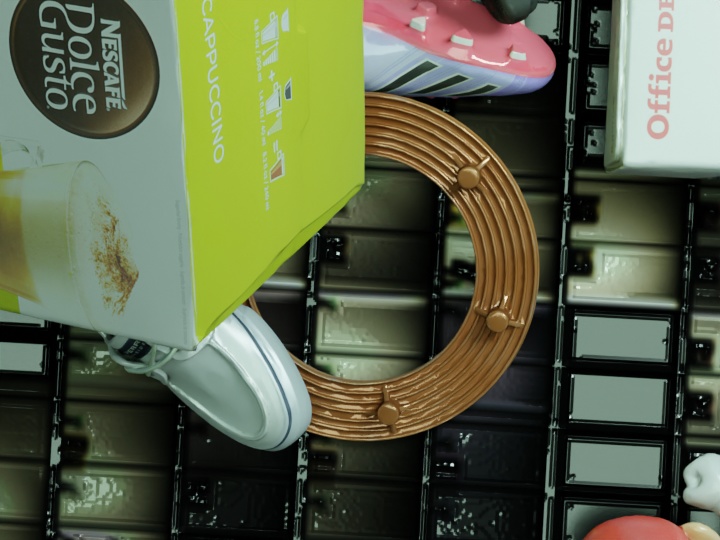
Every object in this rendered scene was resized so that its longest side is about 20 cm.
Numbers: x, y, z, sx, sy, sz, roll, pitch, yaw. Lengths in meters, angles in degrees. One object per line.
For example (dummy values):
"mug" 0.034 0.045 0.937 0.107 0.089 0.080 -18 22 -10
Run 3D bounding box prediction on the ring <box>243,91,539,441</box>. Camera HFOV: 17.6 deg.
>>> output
"ring" 0.000 0.000 1.303 0.200 0.019 0.201 1 102 7

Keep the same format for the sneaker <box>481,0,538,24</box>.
"sneaker" 0.099 -0.243 1.291 0.115 0.076 0.200 -14 81 -4

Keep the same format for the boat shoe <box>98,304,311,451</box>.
"boat shoe" -0.116 0.032 1.292 0.200 0.067 0.074 44 126 10

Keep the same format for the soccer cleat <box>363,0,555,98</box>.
"soccer cleat" 0.008 -0.122 1.311 0.200 0.067 0.077 9 128 -7

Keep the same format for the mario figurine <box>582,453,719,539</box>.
"mario figurine" 0.214 0.183 1.301 0.200 0.106 0.124 17 52 -8

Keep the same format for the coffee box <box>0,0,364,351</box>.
"coffee box" -0.125 -0.106 1.180 0.198 0.200 0.200 12 121 23

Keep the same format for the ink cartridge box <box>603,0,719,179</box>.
"ink cartridge box" 0.238 -0.121 1.285 0.200 0.088 0.146 2 89 0
